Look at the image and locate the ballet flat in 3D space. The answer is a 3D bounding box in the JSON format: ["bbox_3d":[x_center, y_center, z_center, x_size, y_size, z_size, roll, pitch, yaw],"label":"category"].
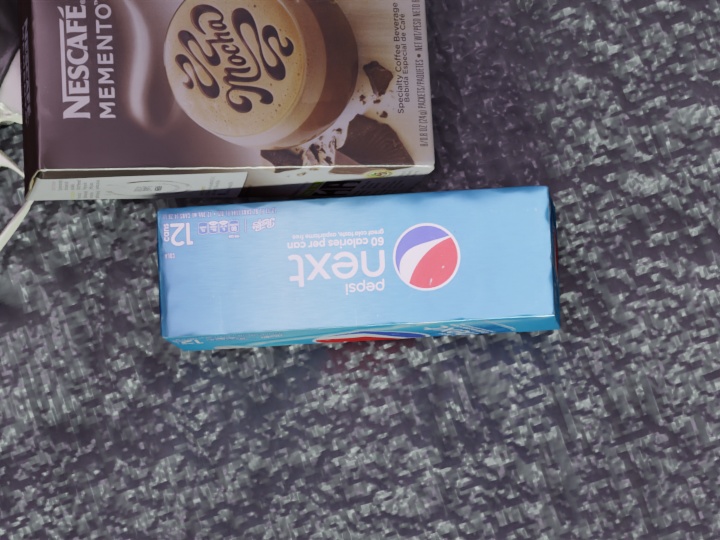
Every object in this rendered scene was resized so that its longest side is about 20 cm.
[{"bbox_3d":[-0.193,-0.069,1.526,0.068,0.068,0.201,19,92,-1],"label":"ballet flat"}]

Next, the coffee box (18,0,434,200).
[{"bbox_3d":[-0.070,-0.097,1.475,0.199,0.080,0.114,-2,81,-12],"label":"coffee box"}]

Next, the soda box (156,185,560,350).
[{"bbox_3d":[0.000,0.000,1.488,0.199,0.064,0.068,-3,82,7],"label":"soda box"}]
